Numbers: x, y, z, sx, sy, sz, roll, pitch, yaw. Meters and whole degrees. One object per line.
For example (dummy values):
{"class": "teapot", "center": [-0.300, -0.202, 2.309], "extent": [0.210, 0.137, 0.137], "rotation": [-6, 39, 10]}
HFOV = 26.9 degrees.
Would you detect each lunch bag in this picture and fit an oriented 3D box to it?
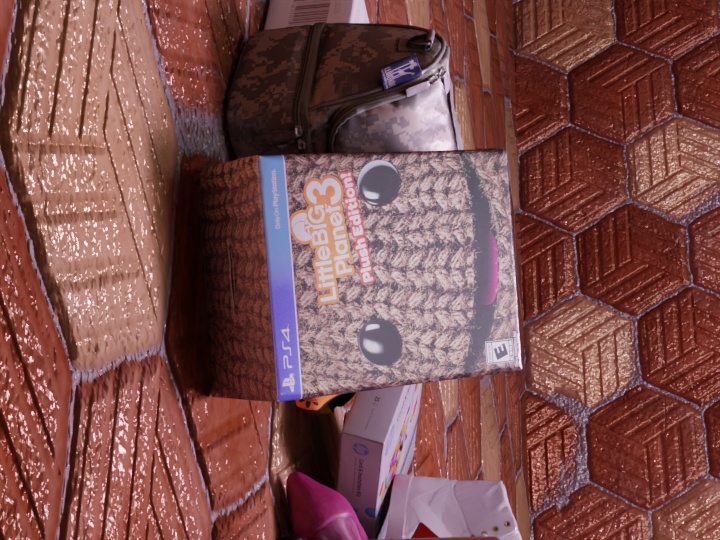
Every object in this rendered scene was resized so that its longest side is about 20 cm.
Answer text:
{"class": "lunch bag", "center": [0.000, -0.095, 1.184], "extent": [0.139, 0.167, 0.200], "rotation": [-82, 163, -47]}

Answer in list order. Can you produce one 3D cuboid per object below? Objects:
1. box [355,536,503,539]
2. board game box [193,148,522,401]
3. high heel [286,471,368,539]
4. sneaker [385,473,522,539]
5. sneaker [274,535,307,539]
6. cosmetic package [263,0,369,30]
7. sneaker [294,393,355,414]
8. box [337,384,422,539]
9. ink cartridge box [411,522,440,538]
{"class": "box", "center": [-0.001, 0.254, 0.954], "extent": [0.106, 0.200, 0.153], "rotation": [60, 27, -68]}
{"class": "board game box", "center": [0.000, 0.000, 1.039], "extent": [0.097, 0.200, 0.160], "rotation": [-4, -89, 59]}
{"class": "high heel", "center": [-0.023, 0.230, 1.254], "extent": [0.096, 0.067, 0.200], "rotation": [55, -17, 20]}
{"class": "sneaker", "center": [0.079, 0.242, 1.233], "extent": [0.200, 0.115, 0.074], "rotation": [-81, 167, -51]}
{"class": "sneaker", "center": [-0.028, 0.261, 1.141], "extent": [0.200, 0.077, 0.084], "rotation": [73, 17, -55]}
{"class": "cosmetic package", "center": [-0.024, -0.144, 1.312], "extent": [0.113, 0.081, 0.200], "rotation": [-82, 164, -47]}
{"class": "sneaker", "center": [-0.025, 0.077, 1.286], "extent": [0.200, 0.070, 0.090], "rotation": [9, 95, -80]}
{"class": "box", "center": [0.017, 0.151, 1.311], "extent": [0.200, 0.041, 0.156], "rotation": [93, 14, -44]}
{"class": "ink cartridge box", "center": [0.036, 0.299, 1.022], "extent": [0.047, 0.160, 0.200], "rotation": [6, 118, -53]}
